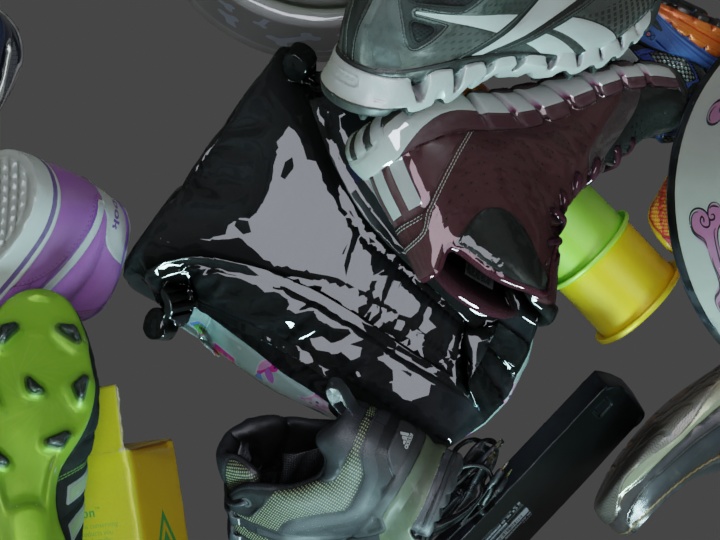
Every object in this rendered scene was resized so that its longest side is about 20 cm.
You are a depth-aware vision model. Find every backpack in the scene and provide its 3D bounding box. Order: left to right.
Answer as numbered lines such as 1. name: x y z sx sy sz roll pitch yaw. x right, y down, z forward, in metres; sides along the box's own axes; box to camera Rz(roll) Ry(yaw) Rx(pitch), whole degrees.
1. backpack: 0.000 0.000 1.427 0.200 0.127 0.167 36 96 -1

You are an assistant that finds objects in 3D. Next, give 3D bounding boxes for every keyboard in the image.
1. keyboard: 0.059 0.121 1.448 0.200 0.104 0.040 -47 63 -3

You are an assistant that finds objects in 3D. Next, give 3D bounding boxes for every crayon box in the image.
1. crayon box: -0.150 0.162 1.434 0.126 0.051 0.201 -8 90 26

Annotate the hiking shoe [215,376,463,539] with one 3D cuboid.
1. hiking shoe: -0.038 0.117 1.410 0.101 0.076 0.200 43 130 -11

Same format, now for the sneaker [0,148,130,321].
1. sneaker: -0.197 0.031 1.440 0.200 0.114 0.073 -42 60 16

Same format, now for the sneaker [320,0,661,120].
1. sneaker: 0.070 -0.135 1.309 0.199 0.066 0.091 -18 128 -34

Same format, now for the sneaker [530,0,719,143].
1. sneaker: 0.108 -0.119 1.435 0.199 0.075 0.079 20 101 -23

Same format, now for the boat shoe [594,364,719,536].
1. boat shoe: 0.211 0.076 1.456 0.200 0.074 0.073 -41 90 -1

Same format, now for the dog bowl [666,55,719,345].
1. dog bowl: 0.255 -0.034 1.396 0.199 0.074 0.201 1 88 -26

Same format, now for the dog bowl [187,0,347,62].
1. dog bowl: -0.019 -0.212 1.465 0.199 0.059 0.201 0 89 -2

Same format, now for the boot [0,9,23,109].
1. boot: -0.237 -0.050 1.440 0.072 0.090 0.201 23 88 -1

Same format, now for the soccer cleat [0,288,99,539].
1. soccer cleat: -0.165 0.111 1.375 0.067 0.081 0.201 2 75 -16

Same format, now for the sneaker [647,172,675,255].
1. sneaker: 0.218 -0.089 1.462 0.200 0.077 0.073 -45 106 -19

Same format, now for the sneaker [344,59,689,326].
1. sneaker: 0.091 -0.031 1.357 0.199 0.076 0.116 -12 75 -32

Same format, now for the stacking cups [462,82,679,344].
1. stacking cups: 0.078 -0.052 1.449 0.061 0.061 0.200 -44 98 -2
